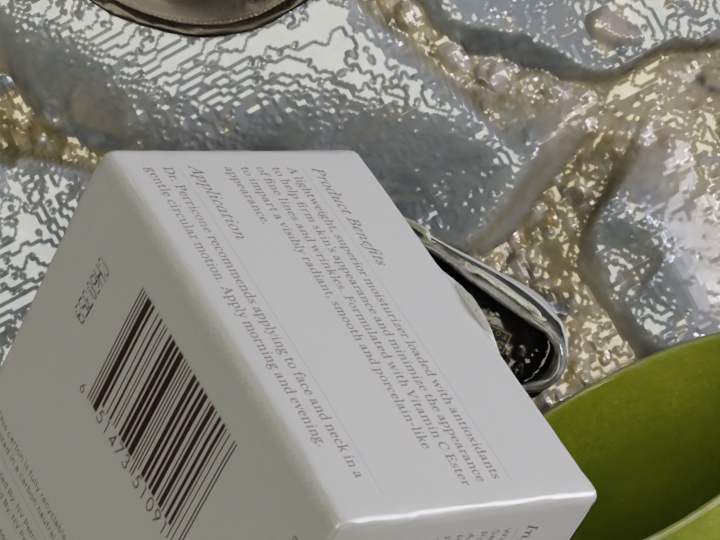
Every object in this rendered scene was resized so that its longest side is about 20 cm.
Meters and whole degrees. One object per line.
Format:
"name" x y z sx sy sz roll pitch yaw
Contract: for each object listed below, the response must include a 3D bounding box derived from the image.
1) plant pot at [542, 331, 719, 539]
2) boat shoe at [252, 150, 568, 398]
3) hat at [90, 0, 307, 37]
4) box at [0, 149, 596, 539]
"plant pot" 0.157 0.157 1.039 0.187 0.187 0.201 -30 105 2
"boat shoe" 0.000 0.000 1.081 0.199 0.064 0.071 22 92 1
"hat" -0.080 -0.203 1.070 0.199 0.081 0.202 0 91 1
"box" -0.043 0.088 0.974 0.199 0.130 0.200 56 131 34
